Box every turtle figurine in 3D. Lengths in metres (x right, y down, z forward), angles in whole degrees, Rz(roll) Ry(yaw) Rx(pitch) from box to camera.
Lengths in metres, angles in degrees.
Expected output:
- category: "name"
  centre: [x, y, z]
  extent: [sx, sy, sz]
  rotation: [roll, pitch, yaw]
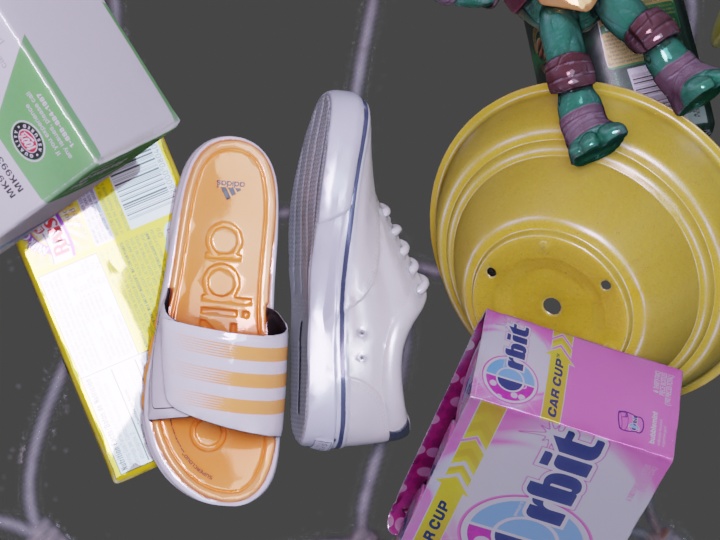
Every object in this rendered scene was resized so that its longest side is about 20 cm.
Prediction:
- category: "turtle figurine"
  centre: [0.109, -0.164, 1.580]
  extent: [0.149, 0.101, 0.201]
  rotation: [-30, 82, 11]

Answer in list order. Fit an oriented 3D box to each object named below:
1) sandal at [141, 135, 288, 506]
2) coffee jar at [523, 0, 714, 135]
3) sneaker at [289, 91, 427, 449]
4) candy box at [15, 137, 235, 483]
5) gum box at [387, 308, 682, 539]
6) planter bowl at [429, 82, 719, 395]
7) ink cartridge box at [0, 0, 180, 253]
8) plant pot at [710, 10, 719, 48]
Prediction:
- category: "sandal"
  centre: [-0.079, 0.026, 1.645]
  extent: [0.079, 0.059, 0.208]
  rotation: [2, 85, -10]
- category: "coffee jar"
  centre: [0.134, -0.161, 1.681]
  extent: [0.085, 0.104, 0.201]
  rotation: [-12, 88, -15]
- category: "sneaker"
  centre: [0.000, 0.000, 1.674]
  extent: [0.070, 0.073, 0.201]
  rotation: [1, 96, -15]
- category: "candy box"
  centre: [-0.131, 0.009, 1.681]
  extent: [0.102, 0.026, 0.201]
  rotation: [-22, 90, -7]
- category: "gum box"
  centre: [0.088, 0.121, 1.626]
  extent: [0.113, 0.200, 0.066]
  rotation: [17, 47, -5]
- category: "planter bowl"
  centre: [0.116, 0.004, 1.626]
  extent: [0.199, 0.083, 0.201]
  rotation: [11, 119, 20]
- category: "ink cartridge box"
  centre: [-0.219, -0.082, 1.592]
  extent: [0.200, 0.087, 0.146]
  rotation: [-32, 91, 36]
- category: "plant pot"
  centre: [0.304, -0.101, 1.657]
  extent: [0.199, 0.199, 0.183]
  rotation: [-10, 82, -6]
